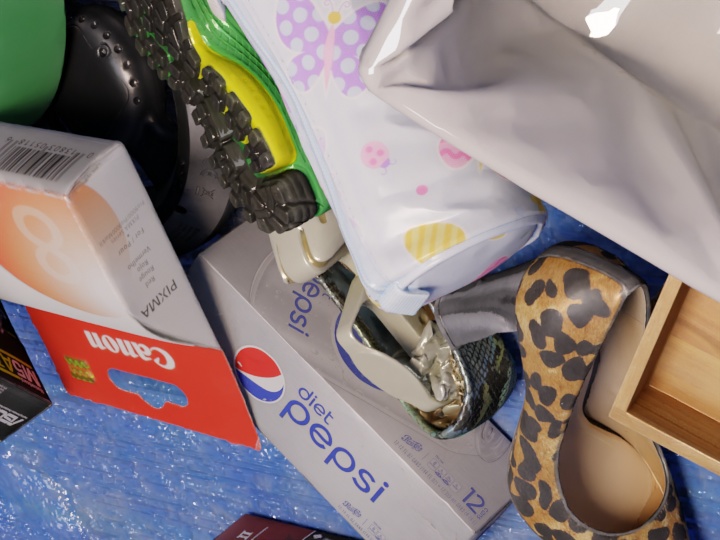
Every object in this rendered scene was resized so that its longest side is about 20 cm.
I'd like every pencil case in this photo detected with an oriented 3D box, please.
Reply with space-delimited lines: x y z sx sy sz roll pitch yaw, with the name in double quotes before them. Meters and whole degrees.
"pencil case" 0.001 -0.082 0.938 0.083 0.091 0.200 -40 76 47

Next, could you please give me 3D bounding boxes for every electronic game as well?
"electronic game" -0.132 -0.100 1.142 0.200 0.042 0.200 24 127 36

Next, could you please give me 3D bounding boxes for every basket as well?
"basket" 0.120 -0.094 0.837 0.200 0.123 0.136 31 117 -5

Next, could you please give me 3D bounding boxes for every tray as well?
"tray" 0.211 0.061 0.892 0.200 0.037 0.099 27 123 14

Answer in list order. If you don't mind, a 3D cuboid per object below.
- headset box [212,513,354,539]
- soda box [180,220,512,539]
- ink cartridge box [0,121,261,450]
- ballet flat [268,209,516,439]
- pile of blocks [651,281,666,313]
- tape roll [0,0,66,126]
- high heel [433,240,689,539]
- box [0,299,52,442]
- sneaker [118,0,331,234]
"headset box" -0.013 0.228 1.221 0.200 0.075 0.149 8 120 35
"soda box" -0.008 0.064 1.127 0.200 0.063 0.068 45 136 9
"ink cartridge box" -0.152 0.015 1.121 0.162 0.050 0.200 12 134 41
"ballet flat" 0.000 0.000 1.060 0.200 0.074 0.074 49 135 -7
"pile of blocks" 0.195 0.071 0.970 0.082 0.062 0.200 -29 96 45
"tape roll" -0.232 -0.160 1.146 0.200 0.048 0.201 29 132 37
"high heel" 0.123 0.079 0.997 0.200 0.071 0.143 55 153 -9
"box" -0.262 -0.017 1.163 0.047 0.200 0.193 -32 64 9
"sneaker" -0.053 -0.113 1.027 0.200 0.085 0.078 60 155 13
